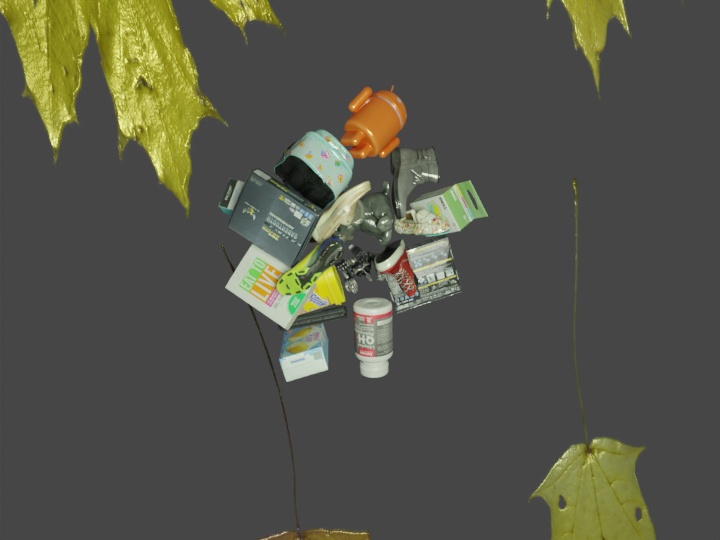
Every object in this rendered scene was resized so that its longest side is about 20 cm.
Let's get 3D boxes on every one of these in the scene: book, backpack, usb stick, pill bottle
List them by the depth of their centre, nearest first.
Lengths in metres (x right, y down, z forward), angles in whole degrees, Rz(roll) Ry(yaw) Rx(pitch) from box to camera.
[{"bbox_3d":[-0.104,-0.252,1.313,0.176,0.200,0.154,45,79,-12],"label":"backpack"},{"bbox_3d":[-0.227,0.042,1.339,0.198,0.048,0.135,30,79,17],"label":"book"},{"bbox_3d":[0.036,0.187,1.474,0.108,0.111,0.204,-3,104,-3],"label":"pill bottle"},{"bbox_3d":[-0.132,0.133,1.478,0.196,0.056,0.033,-12,106,-1],"label":"usb stick"}]

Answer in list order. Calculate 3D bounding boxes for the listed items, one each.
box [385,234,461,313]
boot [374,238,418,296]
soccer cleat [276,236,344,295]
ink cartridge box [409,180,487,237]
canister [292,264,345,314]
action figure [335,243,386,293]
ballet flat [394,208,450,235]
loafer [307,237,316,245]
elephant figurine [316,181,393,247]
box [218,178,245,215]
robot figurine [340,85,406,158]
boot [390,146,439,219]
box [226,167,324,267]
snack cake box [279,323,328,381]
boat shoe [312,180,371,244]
[{"bbox_3d":[0.167,0.010,1.474,0.196,0.049,0.164,-19,105,0],"label":"box"},{"bbox_3d":[0.100,0.010,1.344,0.071,0.200,0.147,-20,98,19],"label":"boot"},{"bbox_3d":[-0.120,-0.009,1.294,0.199,0.084,0.065,-37,107,6],"label":"soccer cleat"},{"bbox_3d":[0.221,-0.155,1.361,0.059,0.199,0.105,-36,105,-25],"label":"ink cartridge box"},{"bbox_3d":[-0.153,0.053,1.420,0.196,0.088,0.150,-18,142,2],"label":"canister"},{"bbox_3d":[0.000,0.000,1.377,0.118,0.200,0.103,-31,72,8],"label":"action figure"},{"bbox_3d":[0.149,-0.126,1.370,0.075,0.198,0.065,-30,110,-30],"label":"ballet flat"},{"bbox_3d":[-0.174,-0.091,1.409,0.196,0.072,0.074,-12,61,-20],"label":"loafer"},{"bbox_3d":[-0.019,-0.133,1.380,0.196,0.157,0.143,1,134,-6],"label":"elephant figurine"},{"bbox_3d":[-0.254,-0.167,1.362,0.196,0.049,0.084,16,74,7],"label":"box"},{"bbox_3d":[0.037,-0.367,1.322,0.143,0.117,0.201,40,72,4],"label":"robot figurine"},{"bbox_3d":[0.145,-0.231,1.371,0.129,0.070,0.204,0,78,-3],"label":"boot"},{"bbox_3d":[-0.208,-0.126,1.288,0.198,0.051,0.159,33,116,2],"label":"box"},{"bbox_3d":[-0.147,0.212,1.420,0.113,0.200,0.068,-17,104,0],"label":"snack cake box"},{"bbox_3d":[-0.043,-0.140,1.299,0.199,0.072,0.065,-39,90,17],"label":"boat shoe"}]
